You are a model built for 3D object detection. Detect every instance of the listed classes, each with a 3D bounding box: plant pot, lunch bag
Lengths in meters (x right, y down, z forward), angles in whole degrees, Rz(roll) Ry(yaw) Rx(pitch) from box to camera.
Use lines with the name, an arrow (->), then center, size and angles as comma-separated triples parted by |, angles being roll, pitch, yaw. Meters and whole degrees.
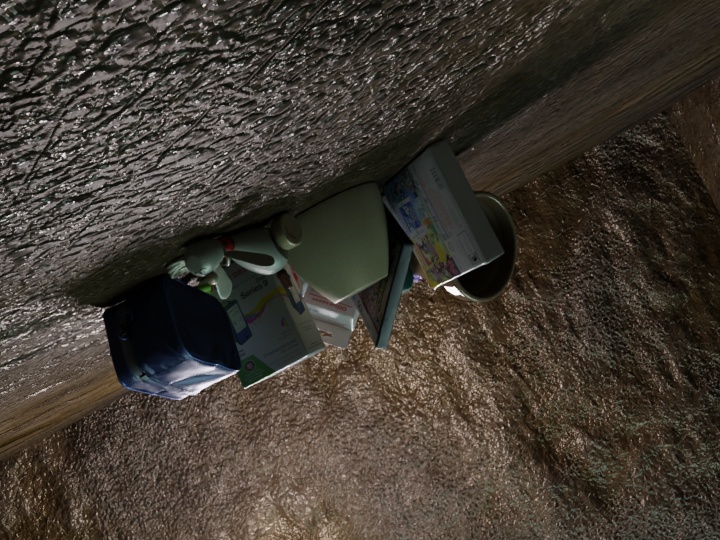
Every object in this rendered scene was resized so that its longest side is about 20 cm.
plant pot -> 0.176, -0.046, 1.324 | 0.198, 0.205, 0.173 | -25, -164, -34
lunch bag -> -0.285, 0.108, 1.010 | 0.130, 0.138, 0.200 | -28, 153, 11

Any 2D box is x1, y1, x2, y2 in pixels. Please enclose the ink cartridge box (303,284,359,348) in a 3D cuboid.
ink cartridge box -> -0.049, 0.045, 1.411 | 0.067, 0.113, 0.203 | 95, 12, -62

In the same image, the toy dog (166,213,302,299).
toy dog -> -0.153, -0.005, 0.936 | 0.198, 0.098, 0.131 | -25, 176, -39

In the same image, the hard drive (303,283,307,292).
hard drive -> -0.210, 0.052, 1.562 | 0.197, 0.027, 0.131 | -26, -156, -28

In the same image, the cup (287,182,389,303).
cup -> -0.030, -0.033, 1.135 | 0.197, 0.146, 0.200 | -26, 177, -2

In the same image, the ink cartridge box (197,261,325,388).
ink cartridge box -> -0.171, 0.077, 1.184 | 0.143, 0.204, 0.087 | -26, 174, 18

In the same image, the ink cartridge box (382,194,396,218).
ink cartridge box -> 0.083, -0.124, 1.322 | 0.197, 0.068, 0.116 | -29, 178, 16

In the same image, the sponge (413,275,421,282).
sponge -> 0.041, -0.021, 1.620 | 0.195, 0.113, 0.030 | -2, 141, -7

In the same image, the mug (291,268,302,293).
mug -> -0.216, 0.069, 1.357 | 0.176, 0.135, 0.199 | -27, 174, -37

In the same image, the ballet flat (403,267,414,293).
ballet flat -> 0.062, -0.033, 1.410 | 0.070, 0.204, 0.072 | -9, 152, -5

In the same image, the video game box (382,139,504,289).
video game box -> 0.130, -0.085, 1.129 | 0.046, 0.203, 0.182 | -26, 177, -29

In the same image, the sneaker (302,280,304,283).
sneaker -> -0.125, -0.012, 1.442 | 0.091, 0.077, 0.200 | -34, -174, -8

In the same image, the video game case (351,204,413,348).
video game case -> 0.033, 0.004, 1.219 | 0.025, 0.204, 0.181 | 4, -153, -19

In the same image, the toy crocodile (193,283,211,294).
toy crocodile -> -0.325, 0.073, 1.160 | 0.199, 0.063, 0.067 | -35, 173, 32
